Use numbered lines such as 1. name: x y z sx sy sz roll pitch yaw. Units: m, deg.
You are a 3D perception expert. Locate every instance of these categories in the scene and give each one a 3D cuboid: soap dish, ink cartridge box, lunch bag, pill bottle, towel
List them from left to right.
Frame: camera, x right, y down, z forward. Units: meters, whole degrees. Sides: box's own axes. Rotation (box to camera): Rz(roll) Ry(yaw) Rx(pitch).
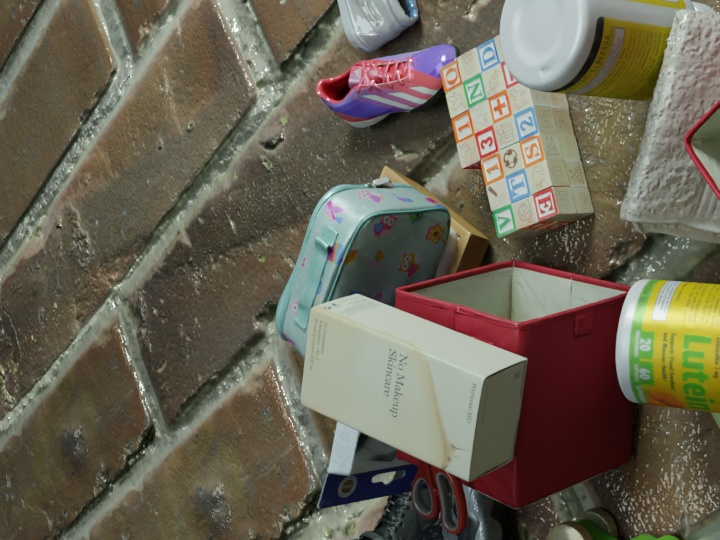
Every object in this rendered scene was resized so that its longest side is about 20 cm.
1. lunch bag: 0.000 0.000 1.379 0.077 0.160 0.201 40 121 39
2. soap dish: 0.055 0.006 1.499 0.157 0.081 0.201 41 122 39
3. ink cartridge box: 0.056 0.161 1.416 0.041 0.199 0.201 27 111 43
4. pill bottle: 0.232 -0.210 1.186 0.111 0.199 0.112 0 90 55
5. towel: 0.312 -0.122 1.162 0.034 0.132 0.201 -117 37 -68
6. pill bottle: 0.331 0.069 1.139 0.199 0.111 0.112 4 96 29

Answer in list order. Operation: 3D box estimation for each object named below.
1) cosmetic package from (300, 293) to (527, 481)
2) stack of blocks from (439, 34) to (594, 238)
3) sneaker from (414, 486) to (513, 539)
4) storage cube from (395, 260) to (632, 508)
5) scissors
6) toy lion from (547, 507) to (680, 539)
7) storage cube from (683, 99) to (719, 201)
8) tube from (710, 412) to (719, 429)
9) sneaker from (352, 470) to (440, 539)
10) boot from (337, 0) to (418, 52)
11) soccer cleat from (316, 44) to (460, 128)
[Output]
1. cosmetic package: 0.045 0.102 1.202 0.199 0.073 0.104 19 112 37
2. stack of blocks: 0.161 -0.138 1.384 0.115 0.058 0.201 -23 75 47
3. sneaker: 0.111 0.264 1.453 0.114 0.075 0.201 -7 90 46
4. storage cube: 0.153 0.104 1.300 0.171 0.199 0.181 15 110 47
5. scissors: 0.065 0.152 1.254 0.073 0.014 0.201 7 109 52
6. toy lion: 0.263 0.344 1.305 0.191 0.069 0.201 31 115 35
7. storage cube: 0.398 -0.090 1.027 0.200 0.179 0.171 -49 58 40
8. tube: 0.354 0.141 1.190 0.052 0.058 0.201 105 148 -61
9. sneaker: 0.039 0.292 1.522 0.071 0.099 0.201 13 101 49
10. boot: 0.011 -0.363 1.544 0.095 0.073 0.201 -22 84 41
11. soccer cleat: 0.031 -0.216 1.508 0.200 0.073 0.069 -15 56 50
